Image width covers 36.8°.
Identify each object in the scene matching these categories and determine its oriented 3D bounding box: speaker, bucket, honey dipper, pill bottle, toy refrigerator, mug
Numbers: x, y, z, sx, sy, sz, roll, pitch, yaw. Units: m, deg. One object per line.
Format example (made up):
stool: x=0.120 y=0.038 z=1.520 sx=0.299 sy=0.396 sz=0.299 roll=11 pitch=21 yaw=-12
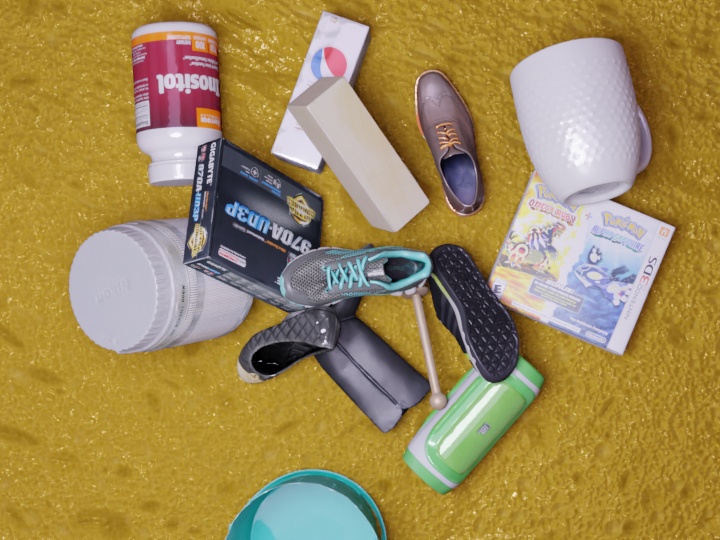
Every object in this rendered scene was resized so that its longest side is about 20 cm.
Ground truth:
speaker: x=0.146 y=0.191 z=1.401 sx=0.088 sy=0.088 sz=0.200 roll=41 pitch=91 yaw=3
bucket: x=-0.066 y=0.356 z=1.383 sx=0.206 sy=0.135 sz=0.208 roll=0 pitch=90 yaw=3
honey dipper: x=0.084 y=0.082 z=1.407 sx=0.038 sy=0.038 sz=0.201 roll=-13 pitch=75 yaw=3
pill bottle: x=-0.238 y=-0.214 z=1.416 sx=0.113 sy=0.113 sz=0.201 roll=-4 pitch=89 yaw=3
toy refrigerator: x=0.000 y=-0.149 z=1.379 sx=0.070 sy=0.076 sz=0.200 roll=-41 pitch=111 yaw=-13
mug: x=0.297 y=-0.178 z=1.370 sx=0.200 sy=0.148 sz=0.176 roll=0 pitch=73 yaw=-37

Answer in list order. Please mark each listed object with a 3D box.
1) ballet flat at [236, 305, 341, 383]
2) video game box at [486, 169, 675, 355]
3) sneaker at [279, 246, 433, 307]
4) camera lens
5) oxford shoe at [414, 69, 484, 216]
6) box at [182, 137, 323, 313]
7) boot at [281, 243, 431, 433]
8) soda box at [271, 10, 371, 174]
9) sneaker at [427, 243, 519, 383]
ballet flat: x=-0.099 y=0.104 z=1.383 sx=0.066 sy=0.200 sz=0.057 roll=27 pitch=50 yaw=-28
video game box: x=0.284 y=-0.010 z=1.418 sx=0.199 sy=0.047 sz=0.183 roll=22 pitch=87 yaw=3
sneaker: x=0.000 y=0.000 z=1.339 sx=0.199 sy=0.091 sz=0.078 roll=-10 pitch=87 yaw=-18
camera lens: x=-0.241 y=0.015 z=1.355 sx=0.160 sy=0.200 sz=0.161 roll=3 pitch=96 yaw=31
oxford shoe: x=0.120 y=-0.171 z=1.415 sx=0.071 sy=0.073 sz=0.201 roll=-20 pitch=88 yaw=3
box: x=-0.129 y=-0.052 z=1.351 sx=0.046 sy=0.200 sz=0.159 roll=-12 pitch=63 yaw=35
boot: x=0.020 y=0.089 z=1.418 sx=0.165 sy=0.066 sz=0.200 roll=-44 pitch=84 yaw=10
soda box: x=-0.051 y=-0.234 z=1.431 sx=0.068 sy=0.064 sz=0.201 roll=20 pitch=89 yaw=3
sneaker: x=0.141 y=0.058 z=1.395 sx=0.072 sy=0.083 sz=0.200 roll=-14 pitch=67 yaw=-19
